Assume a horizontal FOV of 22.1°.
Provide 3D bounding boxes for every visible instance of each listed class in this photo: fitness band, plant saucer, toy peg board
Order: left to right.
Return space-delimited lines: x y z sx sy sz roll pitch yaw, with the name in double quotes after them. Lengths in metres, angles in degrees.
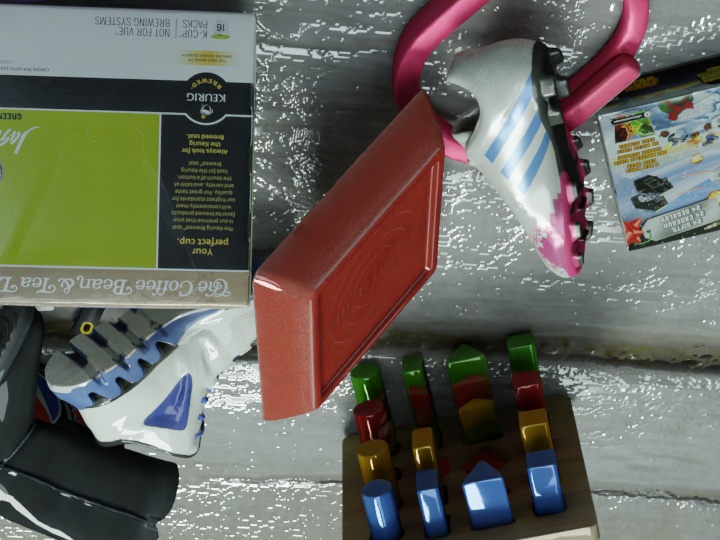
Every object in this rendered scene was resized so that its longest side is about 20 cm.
0.000 0.000 1.321 0.037 0.200 0.200 32 152 18 "plant saucer"
0.075 0.141 1.475 0.199 0.199 0.098 -11 115 5 "toy peg board"
0.115 -0.159 1.316 0.200 0.037 0.144 -39 121 24 "fitness band"

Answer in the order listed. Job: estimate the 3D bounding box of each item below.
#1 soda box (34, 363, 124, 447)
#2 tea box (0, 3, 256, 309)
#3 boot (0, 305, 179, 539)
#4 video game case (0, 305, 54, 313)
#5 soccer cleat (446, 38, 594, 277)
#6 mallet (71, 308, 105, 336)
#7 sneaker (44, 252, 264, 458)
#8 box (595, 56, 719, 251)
-0.288 0.110 1.495 0.200 0.063 0.071 32 122 -28 "soda box"
-0.172 -0.074 1.243 0.199 0.134 0.197 2 90 -5 "tea box"
-0.224 0.132 1.445 0.200 0.066 0.165 28 92 -27 "boot"
-0.327 -0.049 1.372 0.181 0.036 0.200 -3 131 -3 "video game case"
0.115 -0.081 1.322 0.086 0.070 0.200 -1 129 20 "soccer cleat"
-0.196 -0.019 1.412 0.066 0.041 0.200 20 130 -22 "mallet"
-0.138 0.075 1.428 0.199 0.081 0.115 -30 126 -15 "sneaker"
0.283 -0.097 1.376 0.199 0.040 0.137 -13 129 7 "box"
